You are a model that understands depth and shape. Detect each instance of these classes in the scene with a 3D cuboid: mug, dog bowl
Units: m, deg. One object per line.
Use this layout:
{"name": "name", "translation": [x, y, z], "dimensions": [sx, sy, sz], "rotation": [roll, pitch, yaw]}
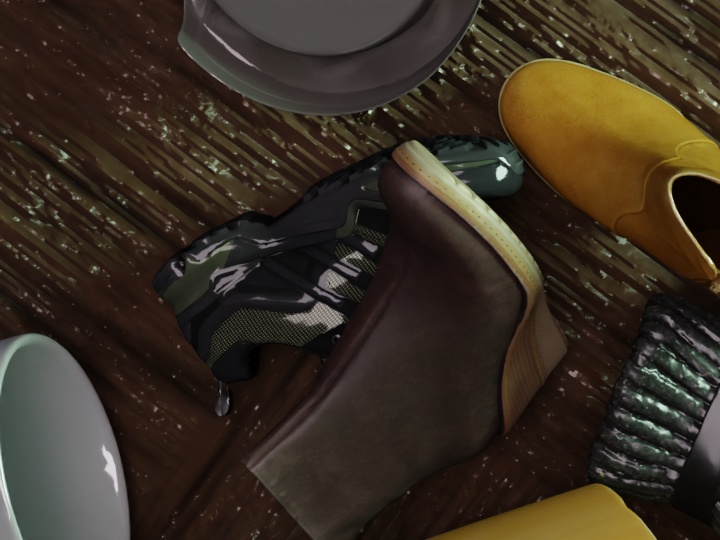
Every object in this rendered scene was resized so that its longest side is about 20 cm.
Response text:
{"name": "mug", "translation": [-0.224, 0.143, 1.288], "dimensions": [0.175, 0.148, 0.200], "rotation": [-15, 51, 17]}
{"name": "dog bowl", "translation": [-0.018, -0.181, 1.294], "dimensions": [0.200, 0.059, 0.201], "rotation": [8, 112, 20]}

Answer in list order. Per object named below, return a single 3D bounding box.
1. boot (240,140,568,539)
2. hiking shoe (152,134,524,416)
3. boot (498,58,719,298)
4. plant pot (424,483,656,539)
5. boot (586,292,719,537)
{"name": "boot", "translation": [0.011, 0.044, 1.250], "dimensions": [0.166, 0.200, 0.072], "rotation": [-40, 51, -5]}
{"name": "hiking shoe", "translation": [0.000, 0.000, 1.321], "dimensions": [0.200, 0.076, 0.101], "rotation": [-23, 97, 14]}
{"name": "boot", "translation": [0.148, -0.043, 1.256], "dimensions": [0.201, 0.144, 0.071], "rotation": [37, 93, 8]}
{"name": "plant pot", "translation": [0.068, 0.200, 1.247], "dimensions": [0.183, 0.200, 0.200], "rotation": [-29, 84, -9]}
{"name": "boot", "translation": [0.182, 0.129, 1.276], "dimensions": [0.157, 0.079, 0.212], "rotation": [16, 80, 2]}
